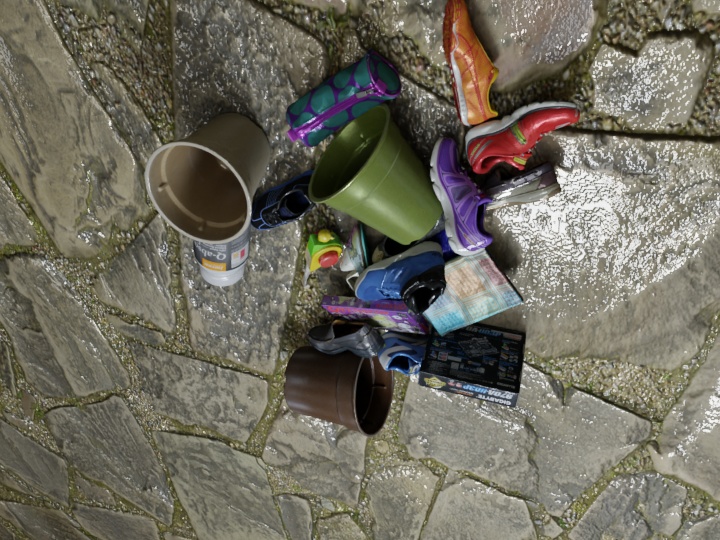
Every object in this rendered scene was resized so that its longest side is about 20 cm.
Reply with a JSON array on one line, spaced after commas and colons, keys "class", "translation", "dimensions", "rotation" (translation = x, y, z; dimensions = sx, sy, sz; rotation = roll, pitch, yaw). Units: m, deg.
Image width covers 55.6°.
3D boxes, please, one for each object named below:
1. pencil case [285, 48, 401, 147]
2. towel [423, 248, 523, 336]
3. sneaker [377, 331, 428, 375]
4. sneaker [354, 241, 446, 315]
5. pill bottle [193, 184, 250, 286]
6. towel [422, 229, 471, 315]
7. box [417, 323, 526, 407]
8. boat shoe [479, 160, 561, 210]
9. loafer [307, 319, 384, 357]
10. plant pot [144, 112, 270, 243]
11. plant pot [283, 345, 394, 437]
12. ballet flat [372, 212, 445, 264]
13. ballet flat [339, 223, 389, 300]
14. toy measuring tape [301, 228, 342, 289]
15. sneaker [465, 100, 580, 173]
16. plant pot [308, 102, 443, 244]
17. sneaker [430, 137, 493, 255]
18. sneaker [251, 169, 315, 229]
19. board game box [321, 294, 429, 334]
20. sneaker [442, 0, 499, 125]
[{"class": "pencil case", "translation": [-0.032, -0.283, 1.139], "dimensions": [0.198, 0.093, 0.085], "rotation": [-24, 117, 34]}, {"class": "towel", "translation": [0.190, 0.043, 1.299], "dimensions": [0.198, 0.022, 0.147], "rotation": [-26, 114, 36]}, {"class": "sneaker", "translation": [0.127, 0.185, 1.443], "dimensions": [0.196, 0.083, 0.075], "rotation": [4, 127, -9]}, {"class": "sneaker", "translation": [0.073, 0.036, 1.271], "dimensions": [0.198, 0.113, 0.076], "rotation": [-26, 141, 26]}, {"class": "pill bottle", "translation": [-0.279, -0.067, 1.378], "dimensions": [0.114, 0.117, 0.202], "rotation": [18, 139, 5]}, {"class": "towel", "translation": [0.148, 0.003, 1.328], "dimensions": [0.148, 0.050, 0.199], "rotation": [43, 128, -17]}, {"class": "box", "translation": [0.225, 0.177, 1.365], "dimensions": [0.196, 0.160, 0.047], "rotation": [11, 134, 11]}, {"class": "boat shoe", "translation": [0.244, -0.142, 1.170], "dimensions": [0.198, 0.072, 0.066], "rotation": [-7, 101, 39]}, {"class": "loafer", "translation": [-0.040, 0.131, 1.445], "dimensions": [0.197, 0.073, 0.073], "rotation": [-2, 131, 38]}, {"class": "plant pot", "translation": [-0.256, -0.184, 1.237], "dimensions": [0.197, 0.185, 0.203], "rotation": [10, 130, 12]}, {"class": "plant pot", "translation": [-0.053, 0.251, 1.515], "dimensions": [0.195, 0.201, 0.203], "rotation": [3, 129, 27]}, {"class": "ballet flat", "translation": [0.089, -0.069, 1.277], "dimensions": [0.199, 0.056, 0.067], "rotation": [-38, 66, 32]}, {"class": "ballet flat", "translation": [0.000, 0.000, 1.366], "dimensions": [0.070, 0.070, 0.202], "rotation": [-12, 126, 13]}, {"class": "toy measuring tape", "translation": [-0.077, -0.025, 1.389], "dimensions": [0.072, 0.074, 0.201], "rotation": [22, 148, 2]}, {"class": "sneaker", "translation": [0.261, -0.206, 1.088], "dimensions": [0.198, 0.087, 0.076], "rotation": [-17, 164, 39]}, {"class": "plant pot", "translation": [0.042, -0.146, 1.176], "dimensions": [0.189, 0.202, 0.199], "rotation": [37, 131, -27]}, {"class": "sneaker", "translation": [0.177, -0.130, 1.150], "dimensions": [0.082, 0.080, 0.204], "rotation": [-18, 86, 31]}, {"class": "sneaker", "translation": [-0.152, -0.123, 1.318], "dimensions": [0.198, 0.078, 0.070], "rotation": [-30, 114, 35]}, {"class": "board game box", "translation": [0.031, 0.090, 1.401], "dimensions": [0.197, 0.033, 0.120], "rotation": [3, 152, 30]}, {"class": "sneaker", "translation": [0.171, -0.327, 1.059], "dimensions": [0.076, 0.074, 0.202], "rotation": [-16, 128, 5]}]
